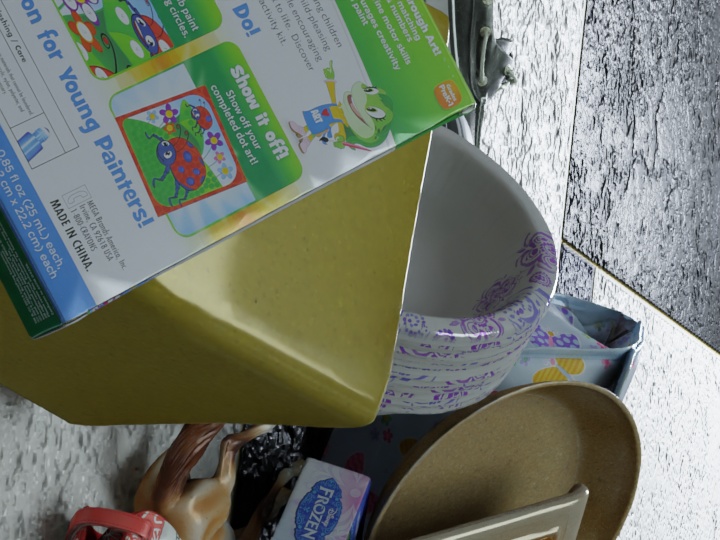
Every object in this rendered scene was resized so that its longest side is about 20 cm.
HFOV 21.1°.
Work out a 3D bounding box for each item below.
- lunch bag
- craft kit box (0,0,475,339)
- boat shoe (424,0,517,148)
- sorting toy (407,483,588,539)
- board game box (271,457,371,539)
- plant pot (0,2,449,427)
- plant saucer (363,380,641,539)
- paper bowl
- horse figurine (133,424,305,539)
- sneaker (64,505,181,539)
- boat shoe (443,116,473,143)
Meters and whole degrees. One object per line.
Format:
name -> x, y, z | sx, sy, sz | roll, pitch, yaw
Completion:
lunch bag -> 0.091, 0.101, 1.228 | 0.200, 0.127, 0.170 | 6, 112, -43
craft kit box -> -0.081, -0.107, 0.719 | 0.197, 0.049, 0.200 | -29, 94, -26
boat shoe -> 0.077, -0.145, 1.345 | 0.071, 0.064, 0.200 | -105, -170, -75
sorting toy -> 0.048, 0.222, 1.097 | 0.200, 0.036, 0.185 | -14, 127, -40
board game box -> -0.050, 0.241, 1.067 | 0.200, 0.041, 0.200 | 97, 13, -48
plant pot -> -0.110, -0.053, 0.825 | 0.200, 0.195, 0.194 | 28, 66, -46
plant saucer -> 0.075, 0.141, 1.132 | 0.200, 0.035, 0.200 | -19, 129, -25
paper bowl -> 0.000, 0.000, 1.073 | 0.201, 0.201, 0.104 | -52, 172, -53
horse figurine -> -0.078, 0.133, 1.053 | 0.133, 0.050, 0.200 | -53, 151, -29
sneaker -> -0.140, 0.164, 0.914 | 0.201, 0.067, 0.108 | 26, 68, -68
boat shoe -> 0.021, -0.033, 1.262 | 0.066, 0.070, 0.200 | 48, 57, -60
